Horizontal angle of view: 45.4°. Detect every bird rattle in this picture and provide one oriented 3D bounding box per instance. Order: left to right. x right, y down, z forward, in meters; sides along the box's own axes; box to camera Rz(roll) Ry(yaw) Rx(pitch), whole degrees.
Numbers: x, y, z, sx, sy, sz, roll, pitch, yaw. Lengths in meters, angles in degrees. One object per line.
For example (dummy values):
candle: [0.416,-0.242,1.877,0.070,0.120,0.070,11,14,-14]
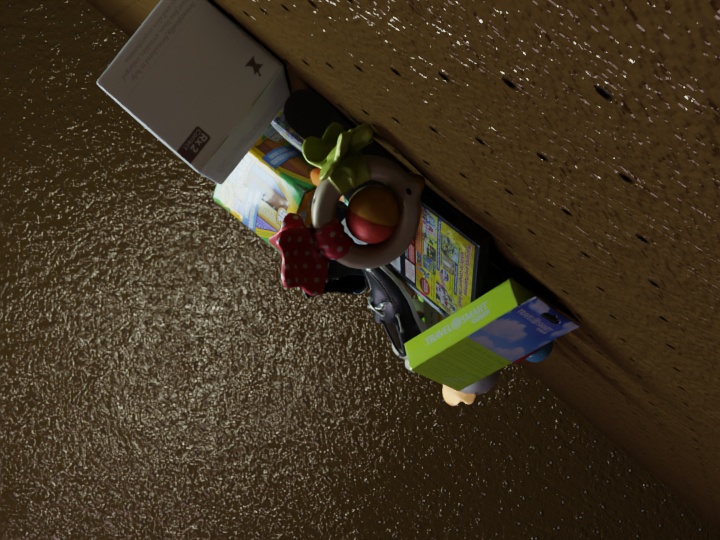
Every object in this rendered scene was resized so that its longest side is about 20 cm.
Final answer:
bird rattle: [-0.010,-0.063,0.974,0.160,0.204,0.113,14,-174,-13]

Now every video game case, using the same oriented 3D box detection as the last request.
video game case: [0.090,-0.030,1.116,0.180,0.025,0.202,40,157,26]

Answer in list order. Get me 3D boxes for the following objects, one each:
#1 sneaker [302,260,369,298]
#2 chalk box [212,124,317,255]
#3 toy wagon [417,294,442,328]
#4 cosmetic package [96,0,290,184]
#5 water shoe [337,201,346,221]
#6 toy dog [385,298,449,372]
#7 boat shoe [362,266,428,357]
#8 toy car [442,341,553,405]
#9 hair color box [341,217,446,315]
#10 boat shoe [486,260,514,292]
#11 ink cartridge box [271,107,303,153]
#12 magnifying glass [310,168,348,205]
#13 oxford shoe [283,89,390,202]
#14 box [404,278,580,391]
sneaker: [0.001,-0.002,1.329,0.196,0.060,0.106,5,-133,-23]
chalk box: [-0.139,-0.146,1.332,0.199,0.125,0.124,38,-142,16]
toy wagon: [0.109,-0.003,1.398,0.157,0.039,0.203,82,-174,-45]
cosmetic package: [-0.203,-0.230,1.099,0.164,0.166,0.200,39,179,-2]
water shoe: [-0.041,-0.122,1.634,0.198,0.072,0.079,7,-144,-53]
toy dog: [0.133,0.097,1.520,0.197,0.198,0.139,-7,-155,-40]
boat shoe: [0.044,0.057,1.288,0.074,0.060,0.201,43,170,43]
toy car: [0.187,0.124,1.414,0.176,0.201,0.184,38,179,38]
hair color box: [0.074,-0.038,1.268,0.199,0.100,0.061,39,180,20]
boat shoe: [0.195,0.032,1.184,0.201,0.071,0.071,45,154,-22]
ink cartridge box: [-0.040,-0.166,1.226,0.199,0.051,0.109,41,180,19]
magnifying glass: [-0.007,-0.093,1.149,0.199,0.022,0.081,37,155,46]
oxford shoe: [-0.012,-0.138,1.057,0.201,0.071,0.071,51,-177,2]
box: [0.169,0.084,1.114,0.121,0.198,0.048,27,-141,-43]
